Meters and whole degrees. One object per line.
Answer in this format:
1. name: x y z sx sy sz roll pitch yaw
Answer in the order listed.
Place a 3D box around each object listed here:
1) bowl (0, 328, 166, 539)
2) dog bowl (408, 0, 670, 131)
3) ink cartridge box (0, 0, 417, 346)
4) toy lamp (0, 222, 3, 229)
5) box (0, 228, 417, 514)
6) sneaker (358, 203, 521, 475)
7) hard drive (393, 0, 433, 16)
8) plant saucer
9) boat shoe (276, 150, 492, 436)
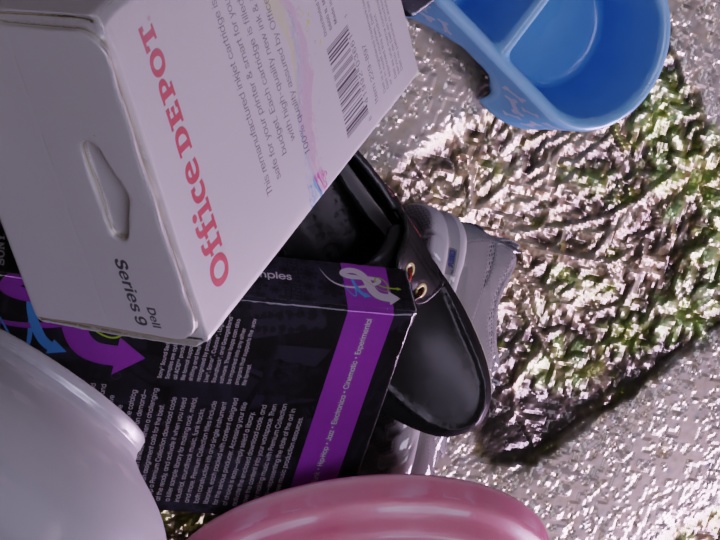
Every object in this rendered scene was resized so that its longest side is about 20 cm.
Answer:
1. bowl: -0.151 0.081 0.756 0.201 0.200 0.091 45 71 -34
2. dog bowl: 0.083 -0.146 0.934 0.200 0.050 0.112 41 85 -34
3. ink cartridge box: -0.066 -0.089 0.741 0.200 0.087 0.146 -56 142 -43
4. toy lamp: -0.103 0.003 0.876 0.200 0.058 0.058 36 88 -37
5. box: -0.088 0.051 0.851 0.198 0.036 0.144 5 131 -16
6. sneaker: 0.039 0.069 0.972 0.081 0.075 0.202 8 103 -31
7. hard drive: 0.045 -0.222 0.848 0.135 0.042 0.200 42 81 4
8. plant saucer: 0.001 0.171 0.935 0.199 0.051 0.201 -6 146 -4
9. boat shoe: -0.002 0.002 0.888 0.073 0.063 0.202 -36 101 -4
